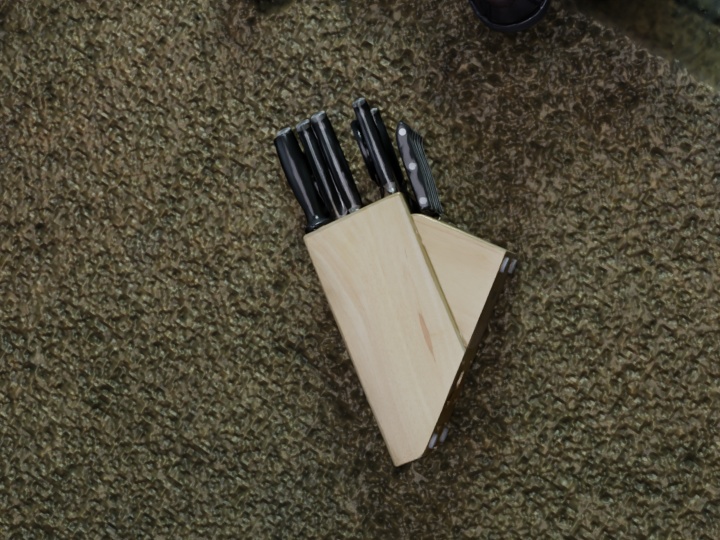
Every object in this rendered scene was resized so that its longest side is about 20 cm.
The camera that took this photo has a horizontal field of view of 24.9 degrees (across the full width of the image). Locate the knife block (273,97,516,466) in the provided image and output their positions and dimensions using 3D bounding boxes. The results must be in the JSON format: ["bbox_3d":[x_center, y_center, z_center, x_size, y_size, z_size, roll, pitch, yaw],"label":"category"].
[{"bbox_3d":[0.000,0.000,1.026,0.175,0.064,0.201,22,93,12],"label":"knife block"}]

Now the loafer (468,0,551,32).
[{"bbox_3d":[0.066,-0.242,0.969,0.072,0.063,0.201,-20,82,14],"label":"loafer"}]
